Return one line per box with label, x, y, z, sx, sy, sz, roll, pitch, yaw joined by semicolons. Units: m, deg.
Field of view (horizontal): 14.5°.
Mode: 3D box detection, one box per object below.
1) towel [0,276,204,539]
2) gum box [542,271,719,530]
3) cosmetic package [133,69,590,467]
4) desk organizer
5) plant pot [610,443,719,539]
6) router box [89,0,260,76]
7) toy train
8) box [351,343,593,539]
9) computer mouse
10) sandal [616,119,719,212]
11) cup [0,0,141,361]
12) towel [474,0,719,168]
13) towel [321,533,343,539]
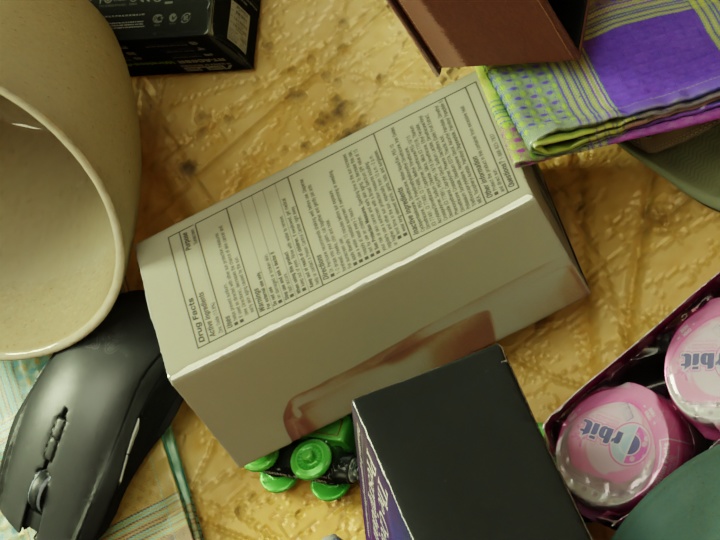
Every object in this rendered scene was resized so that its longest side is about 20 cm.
towel;-0.165;0.102;1.507;0.146;0.022;0.201;-25;68;16
gum box;0.184;0.050;1.319;0.200;0.113;0.066;-41;63;7
cosmetic package;0.000;0.000;1.406;0.199;0.087;0.104;-25;46;8
desk organizer;0.075;-0.199;1.377;0.077;0.072;0.201;-1;61;25
plant pot;0.201;0.178;1.237;0.200;0.200;0.188;-43;51;6
router box;-0.150;-0.185;1.564;0.199;0.062;0.151;-1;75;23
toy train;0.030;0.092;1.416;0.199;0.042;0.057;7;66;25
box;0.058;0.151;1.279;0.079;0.200;0.141;-21;57;-10
computer mouse;-0.133;0.112;1.453;0.140;0.046;0.200;33;90;28
sandal;0.154;-0.087;1.406;0.200;0.057;0.080;27;86;28
cup;-0.194;-0.074;1.470;0.199;0.201;0.144;-3;39;22
towel;0.152;-0.124;1.382;0.199;0.023;0.144;-16;45;-2
towel;0.010;0.240;1.387;0.200;0.024;0.147;38;89;26
